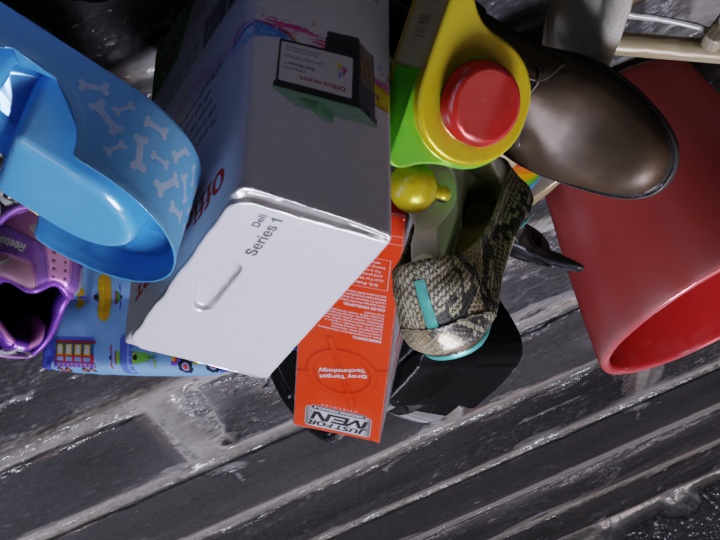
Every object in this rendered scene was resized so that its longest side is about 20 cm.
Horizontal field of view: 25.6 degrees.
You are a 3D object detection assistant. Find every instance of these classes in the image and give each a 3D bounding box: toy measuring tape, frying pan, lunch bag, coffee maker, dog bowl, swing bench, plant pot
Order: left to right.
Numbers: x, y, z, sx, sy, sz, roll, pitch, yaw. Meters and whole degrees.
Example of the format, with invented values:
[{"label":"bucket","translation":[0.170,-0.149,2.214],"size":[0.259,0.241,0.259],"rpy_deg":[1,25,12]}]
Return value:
[{"label":"dog bowl","translation":[-0.159,-0.071,0.717],"size":[0.050,0.199,0.111],"rpy_deg":[-62,-170,-24]},{"label":"lunch bag","translation":[-0.097,0.025,1.088],"size":[0.149,0.096,0.199],"rpy_deg":[-1,176,29]},{"label":"coffee maker","translation":[0.051,0.053,1.285],"size":[0.190,0.136,0.199],"rpy_deg":[-19,170,27]},{"label":"toy measuring tape","translation":[0.062,-0.123,0.788],"size":[0.073,0.073,0.202],"rpy_deg":[12,98,-56]},{"label":"frying pan","translation":[0.102,-0.030,1.198],"size":[0.114,0.031,0.190],"rpy_deg":[22,177,-3]},{"label":"plant pot","translation":[0.229,-0.047,1.195],"size":[0.198,0.179,0.201],"rpy_deg":[-23,160,-9]},{"label":"swing bench","translation":[0.204,-0.198,0.902],"size":[0.197,0.131,0.199],"rpy_deg":[-13,158,-11]}]

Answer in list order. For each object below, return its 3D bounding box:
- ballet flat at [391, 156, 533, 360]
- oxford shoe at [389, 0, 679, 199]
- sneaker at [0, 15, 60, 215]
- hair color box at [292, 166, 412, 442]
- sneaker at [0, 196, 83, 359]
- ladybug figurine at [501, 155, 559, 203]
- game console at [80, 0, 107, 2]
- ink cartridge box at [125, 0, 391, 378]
[{"label":"ballet flat","translation":[0.053,-0.030,0.856],"size":[0.067,0.076,0.201],"rpy_deg":[-13,-156,19]},{"label":"oxford shoe","translation":[0.081,-0.095,0.861],"size":[0.073,0.198,0.084],"rpy_deg":[-63,173,17]},{"label":"sneaker","translation":[-0.180,-0.075,0.859],"size":[0.078,0.090,0.201],"rpy_deg":[-45,139,-11]},{"label":"hair color box","translation":[0.000,0.000,0.954],"size":[0.060,0.102,0.201],"rpy_deg":[10,136,5]},{"label":"sneaker","translation":[-0.231,0.023,1.000],"size":[0.080,0.089,0.200],"rpy_deg":[6,145,-38]},{"label":"ladybug figurine","translation":[0.103,-0.093,1.091],"size":[0.135,0.072,0.200],"rpy_deg":[-28,165,-18]},{"label":"game console","translation":[-0.158,-0.177,0.700],"size":[0.198,0.031,0.177],"rpy_deg":[-4,151,-40]},{"label":"ink cartridge box","translation":[-0.051,-0.068,0.813],"size":[0.083,0.202,0.145],"rpy_deg":[17,142,-22]}]
